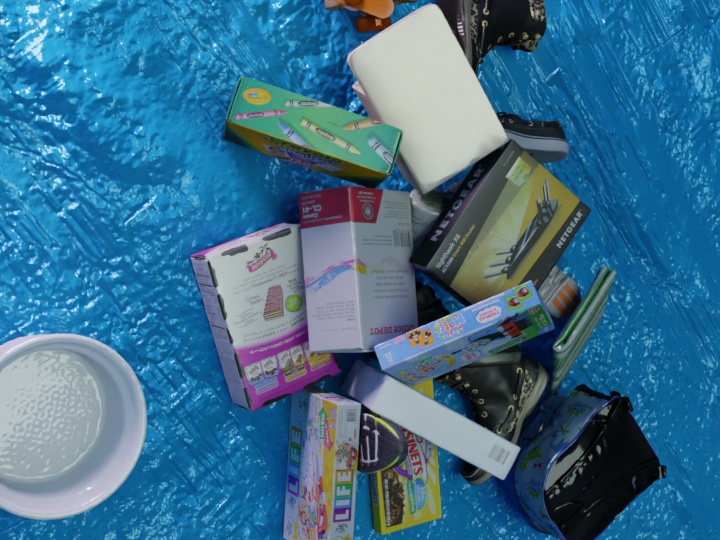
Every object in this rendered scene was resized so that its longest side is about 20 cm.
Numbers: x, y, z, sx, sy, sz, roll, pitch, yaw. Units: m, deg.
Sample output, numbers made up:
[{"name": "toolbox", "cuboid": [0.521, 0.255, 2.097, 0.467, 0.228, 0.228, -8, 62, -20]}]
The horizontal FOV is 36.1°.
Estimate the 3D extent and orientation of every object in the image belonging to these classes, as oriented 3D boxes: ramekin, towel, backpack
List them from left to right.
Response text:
[{"name": "ramekin", "cuboid": [-0.347, 0.164, 1.218, 0.200, 0.098, 0.201, -3, 96, -32]}, {"name": "backpack", "cuboid": [0.308, 0.287, 1.596, 0.200, 0.147, 0.183, -43, 116, -22]}, {"name": "towel", "cuboid": [0.311, 0.087, 1.580, 0.023, 0.200, 0.153, 30, 75, 16]}]

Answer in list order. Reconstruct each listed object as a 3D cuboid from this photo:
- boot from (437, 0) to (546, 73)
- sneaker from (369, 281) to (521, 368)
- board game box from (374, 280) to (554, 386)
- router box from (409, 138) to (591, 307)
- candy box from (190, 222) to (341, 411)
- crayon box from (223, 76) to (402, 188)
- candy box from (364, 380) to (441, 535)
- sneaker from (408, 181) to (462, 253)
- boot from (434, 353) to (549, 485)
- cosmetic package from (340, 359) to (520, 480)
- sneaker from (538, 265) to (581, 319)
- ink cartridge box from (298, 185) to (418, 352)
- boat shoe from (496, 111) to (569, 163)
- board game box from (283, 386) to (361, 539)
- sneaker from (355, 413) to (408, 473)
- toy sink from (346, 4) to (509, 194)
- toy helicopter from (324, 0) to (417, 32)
[{"name": "boot", "cuboid": [0.178, -0.312, 1.506, 0.150, 0.073, 0.200, -4, 93, -32]}, {"name": "sneaker", "cuboid": [0.116, 0.073, 1.465, 0.199, 0.076, 0.114, 6, 84, 10]}, {"name": "board game box", "cuboid": [0.130, 0.081, 1.343, 0.200, 0.151, 0.037, -23, 72, 10]}, {"name": "router box", "cuboid": [0.181, -0.045, 1.421, 0.157, 0.052, 0.200, 37, 83, -24]}, {"name": "candy box", "cuboid": [-0.116, 0.055, 1.370, 0.136, 0.061, 0.200, -21, 105, -29]}, {"name": "crayon box", "cuboid": [-0.059, -0.161, 1.314, 0.200, 0.119, 0.058, 18, 84, -7]}, {"name": "candy box", "cuboid": [0.059, 0.252, 1.513, 0.102, 0.026, 0.200, -9, 99, -32]}, {"name": "sneaker", "cuboid": [0.122, -0.063, 1.508, 0.200, 0.078, 0.099, -3, 130, -44]}, {"name": "boot", "cuboid": [0.163, 0.183, 1.544, 0.151, 0.073, 0.200, 37, 81, -24]}, {"name": "cosmetic package", "cuboid": [0.086, 0.188, 1.411, 0.200, 0.151, 0.052, 30, 88, -15]}, {"name": "sneaker", "cuboid": [0.215, -0.013, 1.536, 0.078, 0.112, 0.200, -44, 118, -11]}, {"name": "ink cartridge box", "cuboid": [0.000, 0.000, 1.379, 0.148, 0.086, 0.200, 2, 85, -58]}, {"name": "boat shoe", "cuboid": [0.208, -0.191, 1.550, 0.200, 0.069, 0.057, 4, 73, -33]}, {"name": "board game box", "cuboid": [-0.050, 0.254, 1.383, 0.034, 0.134, 0.200, 2, 93, -28]}, {"name": "sneaker", "cuboid": [0.023, 0.213, 1.382, 0.081, 0.200, 0.074, 1, 85, -19]}, {"name": "toy sink", "cuboid": [0.073, -0.220, 1.385, 0.130, 0.112, 0.200, -33, 110, -1]}, {"name": "toy helicopter", "cuboid": [0.036, -0.340, 1.348, 0.132, 0.200, 0.079, -12, 101, -47]}]
